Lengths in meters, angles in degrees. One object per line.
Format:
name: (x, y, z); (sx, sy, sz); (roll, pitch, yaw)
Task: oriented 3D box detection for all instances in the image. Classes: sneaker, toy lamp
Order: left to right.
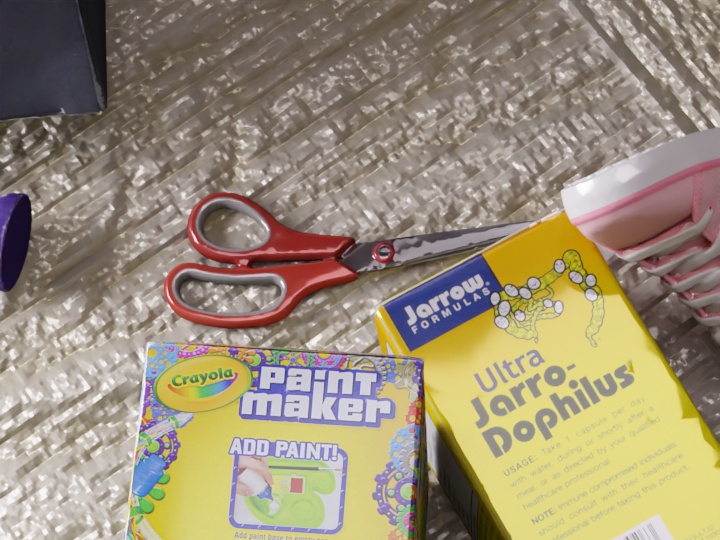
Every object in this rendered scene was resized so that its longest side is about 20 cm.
toy lamp: (-0.270, -0.036, 1.129); (0.199, 0.058, 0.058); (11, 71, 5)
sneaker: (0.173, -0.008, 1.041); (0.075, 0.200, 0.105); (-24, 78, 32)

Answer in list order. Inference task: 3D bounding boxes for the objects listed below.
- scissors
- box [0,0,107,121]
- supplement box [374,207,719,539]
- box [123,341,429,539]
scissors: (0.000, 0.000, 1.128); (0.199, 0.014, 0.073); (5, 68, 3)
box: (-0.234, -0.176, 1.110); (0.198, 0.123, 0.200); (-7, 47, -1)
supplement box: (0.101, 0.092, 1.036); (0.109, 0.109, 0.200); (-28, 71, -8)
box: (-0.036, 0.154, 0.972); (0.121, 0.200, 0.193); (3, 71, 4)
